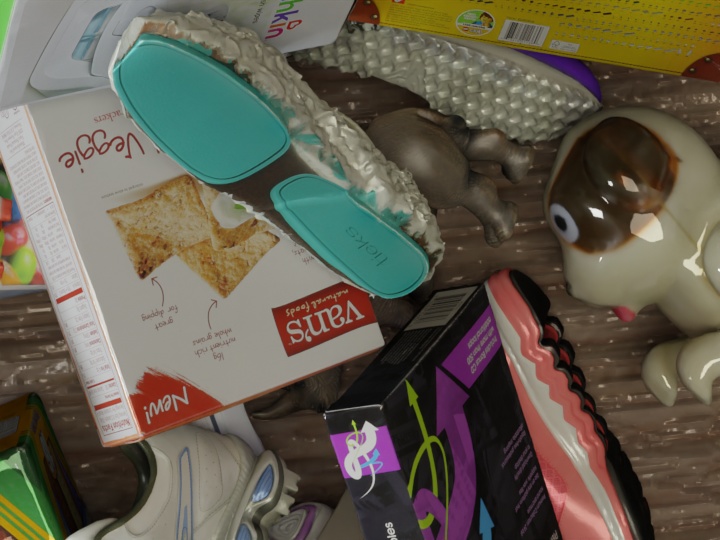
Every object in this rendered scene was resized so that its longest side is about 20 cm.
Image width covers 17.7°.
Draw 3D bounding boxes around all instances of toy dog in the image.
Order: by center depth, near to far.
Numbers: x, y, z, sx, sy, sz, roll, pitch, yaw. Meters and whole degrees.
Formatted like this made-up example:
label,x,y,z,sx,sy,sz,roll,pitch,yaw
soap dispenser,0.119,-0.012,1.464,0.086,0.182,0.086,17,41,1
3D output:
label,x,y,z,sx,sy,sz,roll,pitch,yaw
toy dog,0.189,-0.021,1.152,0.198,0.140,0.196,10,97,-5

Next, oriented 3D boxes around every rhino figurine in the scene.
label,x,y,z,sx,sy,sz,roll,pitch,yaw
rhino figurine,0.000,0.000,1.174,0.087,0.060,0.200,29,112,-21

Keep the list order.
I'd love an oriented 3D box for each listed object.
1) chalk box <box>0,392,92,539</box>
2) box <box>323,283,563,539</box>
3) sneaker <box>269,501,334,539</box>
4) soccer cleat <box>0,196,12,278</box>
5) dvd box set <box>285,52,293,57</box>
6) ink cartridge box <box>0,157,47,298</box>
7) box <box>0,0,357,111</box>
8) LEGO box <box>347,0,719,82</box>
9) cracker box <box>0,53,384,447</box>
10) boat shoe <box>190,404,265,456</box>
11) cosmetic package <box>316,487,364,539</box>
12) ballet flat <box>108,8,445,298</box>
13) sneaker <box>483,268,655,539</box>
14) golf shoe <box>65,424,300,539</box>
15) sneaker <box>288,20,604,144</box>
label,x,y,z,sx,sy,sz,roll,pitch,yaw
chalk box,-0.183,0.186,1.161,0.124,0.124,0.201,-22,100,0
box,0.052,0.126,1.109,0.036,0.143,0.202,-9,109,26
sneaker,-0.046,0.217,1.214,0.099,0.075,0.201,20,97,-26
soccer cleat,-0.210,0.045,1.061,0.077,0.069,0.202,10,70,-16
dvd box set,-0.122,-0.180,1.125,0.145,0.029,0.202,-20,96,-24
ink cartridge box,-0.164,-0.051,1.170,0.198,0.042,0.120,-11,100,-4
box,-0.109,-0.190,1.027,0.175,0.097,0.201,-13,67,-23
LEGO box,0.089,-0.185,1.103,0.198,0.077,0.150,8,56,-11
cracker box,-0.085,-0.034,1.073,0.133,0.058,0.202,-20,91,-28
boat shoe,-0.099,0.061,1.149,0.066,0.074,0.201,-31,118,-12
cosmetic package,0.008,0.194,1.126,0.072,0.200,0.104,-3,119,25
ballet flat,-0.037,-0.060,1.024,0.072,0.072,0.200,-46,125,3
sneaker,0.090,0.101,1.207,0.086,0.074,0.201,-25,96,13
golf shoe,-0.105,0.164,1.090,0.097,0.078,0.201,25,61,-16
sneaker,0.041,-0.137,1.156,0.199,0.069,0.100,21,60,-24
